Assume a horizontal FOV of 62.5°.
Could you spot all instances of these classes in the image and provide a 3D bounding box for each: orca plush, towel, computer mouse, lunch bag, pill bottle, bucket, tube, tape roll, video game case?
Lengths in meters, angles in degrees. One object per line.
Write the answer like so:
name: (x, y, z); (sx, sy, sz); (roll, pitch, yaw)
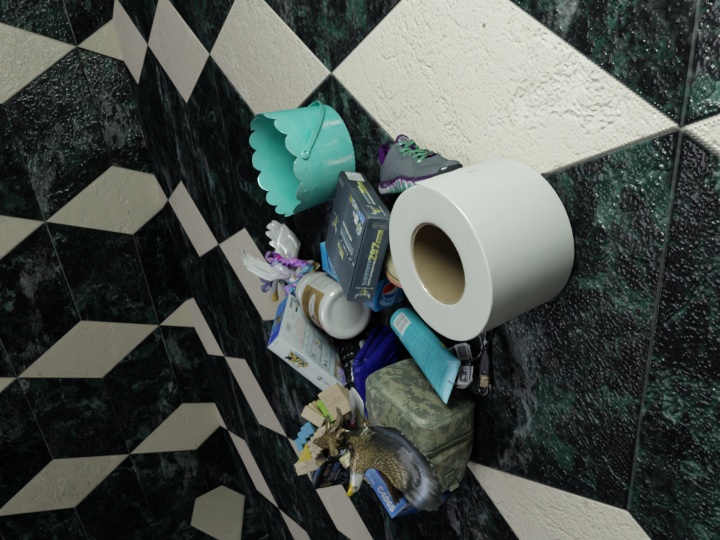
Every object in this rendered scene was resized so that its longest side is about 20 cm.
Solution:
orca plush: (-0.037, 0.170, 1.231); (0.105, 0.071, 0.201); (-50, 19, 42)
towel: (0.039, 0.226, 1.167); (0.049, 0.148, 0.201); (5, 123, 23)
computer mouse: (0.167, 0.150, 0.951); (0.200, 0.044, 0.111); (140, 131, -67)
lunch bag: (0.103, 0.277, 1.062); (0.200, 0.139, 0.169); (29, 127, 51)
pill bottle: (-0.066, 0.065, 1.263); (0.200, 0.114, 0.115); (24, 129, 62)
bucket: (-0.110, -0.215, 1.127); (0.207, 0.134, 0.208); (42, 143, 43)
tube: (0.109, 0.131, 1.000); (0.200, 0.050, 0.078); (-127, 41, -57)
tape roll: (0.148, -0.028, 0.760); (0.203, 0.138, 0.204); (42, 142, 44)
video game case: (-0.110, 0.160, 1.294); (0.181, 0.045, 0.200); (40, -163, -15)

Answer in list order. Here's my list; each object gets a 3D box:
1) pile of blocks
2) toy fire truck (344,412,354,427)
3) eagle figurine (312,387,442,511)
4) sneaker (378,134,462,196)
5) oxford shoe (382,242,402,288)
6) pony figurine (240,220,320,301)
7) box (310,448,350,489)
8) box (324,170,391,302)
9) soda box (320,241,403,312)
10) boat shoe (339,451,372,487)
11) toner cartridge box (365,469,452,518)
pile of blocks: (-0.076, 0.301, 1.157); (0.082, 0.062, 0.201); (31, 102, 12)
toy fire truck: (-0.012, 0.263, 1.315); (0.200, 0.111, 0.169); (-159, 78, -80)
eagle figurine: (0.025, 0.304, 0.964); (0.151, 0.199, 0.152); (-59, 17, 26)
sneaker: (0.076, -0.163, 0.883); (0.200, 0.074, 0.088); (4, 107, 63)
oxford shoe: (0.069, -0.029, 0.991); (0.200, 0.070, 0.075); (40, 139, 46)
pony figurine: (-0.186, -0.001, 1.448); (0.192, 0.167, 0.200); (32, 144, 1)
box: (-0.001, 0.410, 1.291); (0.201, 0.197, 0.050); (106, 155, -52)
box: (-0.009, -0.063, 1.035); (0.200, 0.051, 0.159); (-115, 33, -55)
soda box: (0.000, 0.000, 1.146); (0.200, 0.067, 0.065); (36, 139, 49)
boat shoe: (0.040, 0.403, 1.194); (0.072, 0.199, 0.065); (-36, 48, 26)
toner cartridge box: (0.096, 0.408, 1.134); (0.043, 0.200, 0.095); (-48, 58, 13)
